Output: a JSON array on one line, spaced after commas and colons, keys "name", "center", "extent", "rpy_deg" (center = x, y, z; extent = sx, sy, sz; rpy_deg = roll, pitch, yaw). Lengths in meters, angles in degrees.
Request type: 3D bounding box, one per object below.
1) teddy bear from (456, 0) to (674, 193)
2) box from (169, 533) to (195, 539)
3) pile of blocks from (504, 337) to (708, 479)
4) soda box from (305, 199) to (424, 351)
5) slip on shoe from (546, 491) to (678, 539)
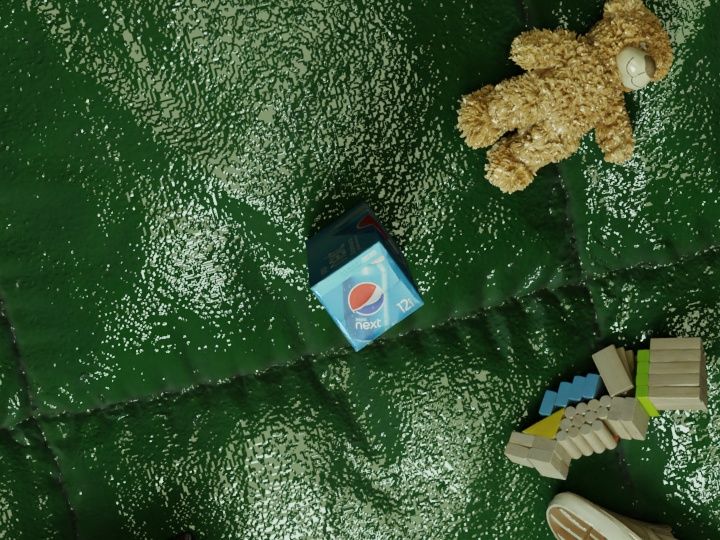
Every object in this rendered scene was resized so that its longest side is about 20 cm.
[{"name": "teddy bear", "center": [0.178, -0.147, 1.382], "extent": [0.199, 0.067, 0.146], "rpy_deg": [-17, 105, 1]}, {"name": "box", "center": [-0.208, 0.363, 1.421], "extent": [0.199, 0.164, 0.167], "rpy_deg": [-22, 103, 2]}, {"name": "pile of blocks", "center": [0.224, 0.123, 1.457], "extent": [0.199, 0.082, 0.062], "rpy_deg": [-26, 146, 12]}, {"name": "soda box", "center": [0.000, 0.000, 1.335], "extent": [0.068, 0.200, 0.064], "rpy_deg": [-35, 102, 4]}, {"name": "slip on shoe", "center": [0.260, 0.257, 1.482], "extent": [0.199, 0.076, 0.061], "rpy_deg": [34, 59, -2]}]
